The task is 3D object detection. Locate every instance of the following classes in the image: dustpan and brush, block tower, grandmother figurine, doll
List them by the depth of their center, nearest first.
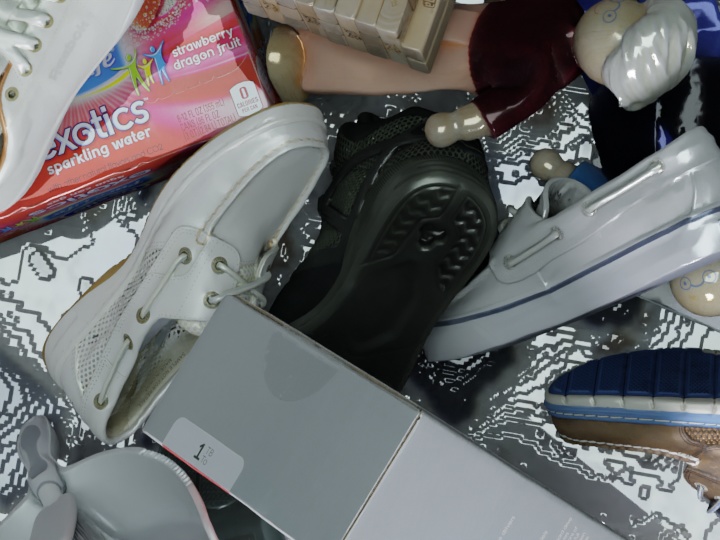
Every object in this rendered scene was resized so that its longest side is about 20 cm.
[{"bbox_3d":[-0.055,-0.151,1.167,0.200,0.054,0.058,18,81,11],"label":"block tower"},{"bbox_3d":[0.058,-0.103,1.195,0.200,0.061,0.121,1,55,22],"label":"grandmother figurine"},{"bbox_3d":[-0.140,0.117,1.206,0.139,0.200,0.057,-36,105,3],"label":"dustpan and brush"},{"bbox_3d":[0.141,-0.074,1.232,0.136,0.048,0.200,-20,84,19],"label":"doll"}]

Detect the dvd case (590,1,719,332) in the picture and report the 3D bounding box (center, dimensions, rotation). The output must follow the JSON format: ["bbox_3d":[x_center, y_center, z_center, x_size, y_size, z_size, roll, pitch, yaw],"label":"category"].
[{"bbox_3d":[0.213,-0.034,1.258,0.200,0.016,0.149,24,91,4],"label":"dvd case"}]

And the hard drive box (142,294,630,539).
[{"bbox_3d":[0.027,0.105,1.155,0.200,0.156,0.077,34,87,-39],"label":"hard drive box"}]

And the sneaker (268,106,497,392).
[{"bbox_3d":[0.000,0.000,1.252,0.076,0.114,0.200,26,122,-14],"label":"sneaker"}]

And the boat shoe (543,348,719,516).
[{"bbox_3d":[0.187,0.083,1.230,0.199,0.072,0.073,2,110,13],"label":"boat shoe"}]

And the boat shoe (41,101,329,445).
[{"bbox_3d":[-0.072,0.006,1.226,0.200,0.071,0.069,-50,55,28],"label":"boat shoe"}]

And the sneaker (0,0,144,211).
[{"bbox_3d":[-0.148,-0.104,1.128,0.073,0.085,0.200,27,111,9],"label":"sneaker"}]

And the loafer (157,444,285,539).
[{"bbox_3d":[-0.056,0.161,1.211,0.072,0.063,0.200,-9,54,2],"label":"loafer"}]

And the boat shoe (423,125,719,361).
[{"bbox_3d":[0.100,-0.012,1.207,0.200,0.074,0.065,-25,84,39],"label":"boat shoe"}]

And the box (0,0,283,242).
[{"bbox_3d":[-0.143,-0.082,1.249,0.200,0.095,0.100,-21,87,4],"label":"box"}]
